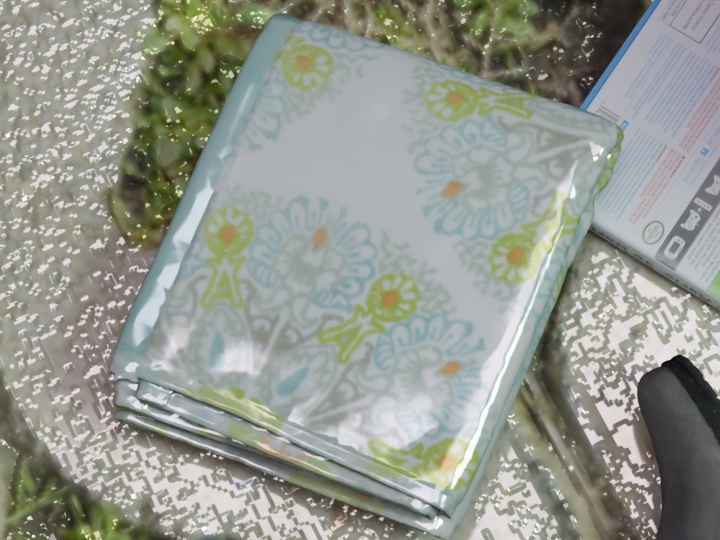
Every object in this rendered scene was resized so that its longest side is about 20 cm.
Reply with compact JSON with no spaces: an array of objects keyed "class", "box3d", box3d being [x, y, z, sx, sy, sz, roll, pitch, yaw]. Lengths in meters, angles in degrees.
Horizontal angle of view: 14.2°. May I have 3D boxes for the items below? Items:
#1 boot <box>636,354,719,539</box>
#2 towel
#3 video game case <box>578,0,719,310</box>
[{"class":"boot","box3d":[0.116,0.142,1.198,0.131,0.070,0.200,-20,68,2]},{"class":"towel","box3d":[0.000,0.000,1.253,0.171,0.048,0.200,21,77,14]},{"class":"video game case","box3d":[0.196,-0.041,1.275,0.200,0.018,0.143,32,76,12]}]
